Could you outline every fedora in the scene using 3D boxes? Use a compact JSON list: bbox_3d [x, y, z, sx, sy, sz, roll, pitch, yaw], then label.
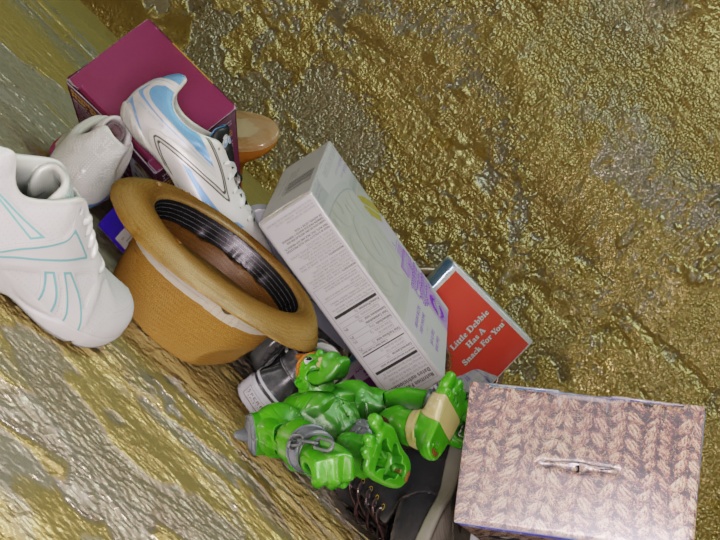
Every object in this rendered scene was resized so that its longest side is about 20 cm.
[{"bbox_3d":[-0.124,0.014,0.977,0.200,0.082,0.201,38,14,-11],"label":"fedora"}]

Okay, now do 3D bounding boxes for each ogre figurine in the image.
[{"bbox_3d":[-0.006,0.114,0.920,0.119,0.200,0.099,7,-61,34],"label":"ogre figurine"}]

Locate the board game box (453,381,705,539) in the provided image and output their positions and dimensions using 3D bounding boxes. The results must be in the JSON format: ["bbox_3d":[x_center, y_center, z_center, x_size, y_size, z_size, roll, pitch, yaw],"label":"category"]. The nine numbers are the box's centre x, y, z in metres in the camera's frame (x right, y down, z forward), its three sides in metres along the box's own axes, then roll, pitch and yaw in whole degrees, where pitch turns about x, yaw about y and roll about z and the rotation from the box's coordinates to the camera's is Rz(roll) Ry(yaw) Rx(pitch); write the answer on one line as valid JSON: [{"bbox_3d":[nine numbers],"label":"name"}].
[{"bbox_3d":[0.163,0.155,0.930,0.158,0.098,0.200,5,-15,14],"label":"board game box"}]

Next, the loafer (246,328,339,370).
[{"bbox_3d":[-0.070,0.059,1.242,0.070,0.075,0.200,49,4,15],"label":"loafer"}]

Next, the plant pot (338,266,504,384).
[{"bbox_3d":[0.043,0.095,1.462,0.200,0.201,0.174,44,-13,-14],"label":"plant pot"}]

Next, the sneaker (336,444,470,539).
[{"bbox_3d":[0.024,0.190,0.952,0.200,0.105,0.075,-58,140,-62],"label":"sneaker"}]

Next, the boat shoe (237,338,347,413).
[{"bbox_3d":[-0.043,0.094,1.086,0.072,0.071,0.200,55,8,2],"label":"boat shoe"}]

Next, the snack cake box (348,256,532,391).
[{"bbox_3d":[0.060,0.098,1.273,0.115,0.200,0.067,44,3,-7],"label":"snack cake box"}]

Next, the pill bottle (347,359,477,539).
[{"bbox_3d":[0.050,0.158,1.134,0.112,0.112,0.200,43,5,-29],"label":"pill bottle"}]

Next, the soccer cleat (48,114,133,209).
[{"bbox_3d":[-0.231,-0.100,1.122,0.070,0.086,0.200,43,3,-16],"label":"soccer cleat"}]

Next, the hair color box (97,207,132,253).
[{"bbox_3d":[-0.153,-0.011,1.189,0.109,0.065,0.200,46,2,13],"label":"hair color box"}]

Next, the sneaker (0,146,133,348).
[{"bbox_3d":[-0.181,-0.015,0.742,0.070,0.080,0.200,44,1,30],"label":"sneaker"}]

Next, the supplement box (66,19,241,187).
[{"bbox_3d":[-0.196,-0.126,1.246,0.131,0.103,0.200,46,-17,12],"label":"supplement box"}]

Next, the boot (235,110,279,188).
[{"bbox_3d":[-0.146,-0.097,1.414,0.200,0.071,0.145,2,-50,36],"label":"boot"}]

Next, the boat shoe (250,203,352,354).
[{"bbox_3d":[-0.048,0.006,1.191,0.200,0.069,0.057,46,9,-30],"label":"boat shoe"}]

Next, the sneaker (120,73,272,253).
[{"bbox_3d":[-0.124,-0.075,1.082,0.201,0.072,0.072,57,6,-13],"label":"sneaker"}]

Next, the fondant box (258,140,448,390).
[{"bbox_3d":[0.000,0.000,1.114,0.201,0.058,0.144,55,17,-16],"label":"fondant box"}]
